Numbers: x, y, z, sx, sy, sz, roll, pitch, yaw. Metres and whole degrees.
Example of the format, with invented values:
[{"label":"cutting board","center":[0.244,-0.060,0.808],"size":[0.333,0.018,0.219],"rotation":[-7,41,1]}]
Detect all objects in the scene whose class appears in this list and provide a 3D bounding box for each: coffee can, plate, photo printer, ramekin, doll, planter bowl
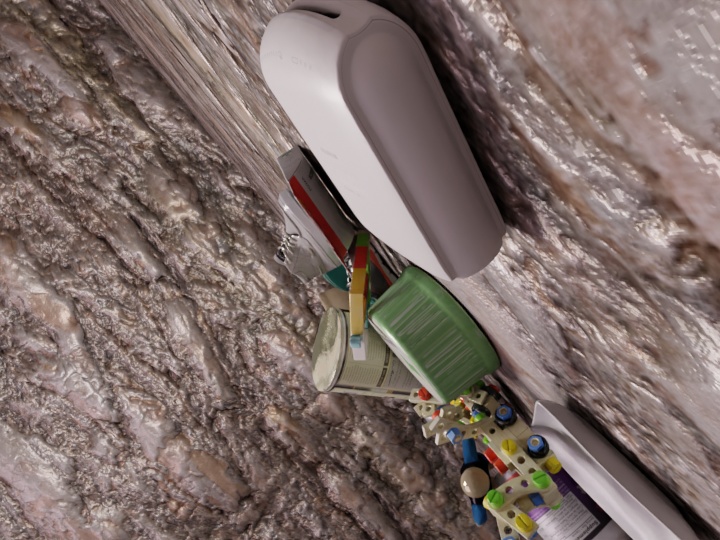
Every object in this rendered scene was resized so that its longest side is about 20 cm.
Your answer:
[{"label":"coffee can","center":[0.031,0.151,0.926],"size":[0.200,0.147,0.146],"rotation":[11,-171,-21]},{"label":"plate","center":[0.283,0.238,0.599],"size":[0.200,0.032,0.200],"rotation":[47,172,30]},{"label":"photo printer","center":[0.008,-0.099,0.380],"size":[0.200,0.069,0.166],"rotation":[54,172,-35]},{"label":"ramekin","center":[0.099,0.099,0.766],"size":[0.200,0.098,0.200],"rotation":[49,174,7]},{"label":"doll","center":[0.177,0.312,0.789],"size":[0.200,0.048,0.137],"rotation":[41,-140,-67]},{"label":"planter bowl","center":[-0.020,0.124,1.517],"size":[0.200,0.135,0.200],"rotation":[59,172,13]}]

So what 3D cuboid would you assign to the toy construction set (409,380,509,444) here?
[{"label":"toy construction set","center":[0.180,0.227,0.868],"size":[0.200,0.092,0.131],"rotation":[31,168,-39]}]

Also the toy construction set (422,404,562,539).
[{"label":"toy construction set","center":[0.177,0.249,0.675],"size":[0.200,0.131,0.092],"rotation":[47,174,40]}]

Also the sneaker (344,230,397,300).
[{"label":"sneaker","center":[0.000,0.000,0.956],"size":[0.200,0.082,0.077],"rotation":[50,174,4]}]

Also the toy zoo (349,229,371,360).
[{"label":"toy zoo","center":[0.001,0.044,0.807],"size":[0.200,0.020,0.131],"rotation":[-84,-7,-54]}]

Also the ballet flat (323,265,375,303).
[{"label":"ballet flat","center":[-0.015,0.012,1.046],"size":[0.200,0.067,0.070],"rotation":[33,-173,-30]}]

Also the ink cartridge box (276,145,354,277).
[{"label":"ink cartridge box","center":[-0.059,-0.099,0.820],"size":[0.161,0.050,0.200],"rotation":[54,-179,-31]}]

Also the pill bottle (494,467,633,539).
[{"label":"pill bottle","center":[0.298,0.340,0.733],"size":[0.200,0.111,0.111],"rotation":[47,173,26]}]

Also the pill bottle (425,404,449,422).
[{"label":"pill bottle","center":[0.247,0.430,1.613],"size":[0.112,0.112,0.200],"rotation":[44,170,45]}]

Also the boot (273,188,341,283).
[{"label":"boot","center":[-0.106,-0.045,0.868],"size":[0.074,0.096,0.200],"rotation":[58,-177,40]}]

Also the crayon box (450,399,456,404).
[{"label":"crayon box","center":[0.157,0.197,1.120],"size":[0.200,0.058,0.119],"rotation":[47,173,24]}]
